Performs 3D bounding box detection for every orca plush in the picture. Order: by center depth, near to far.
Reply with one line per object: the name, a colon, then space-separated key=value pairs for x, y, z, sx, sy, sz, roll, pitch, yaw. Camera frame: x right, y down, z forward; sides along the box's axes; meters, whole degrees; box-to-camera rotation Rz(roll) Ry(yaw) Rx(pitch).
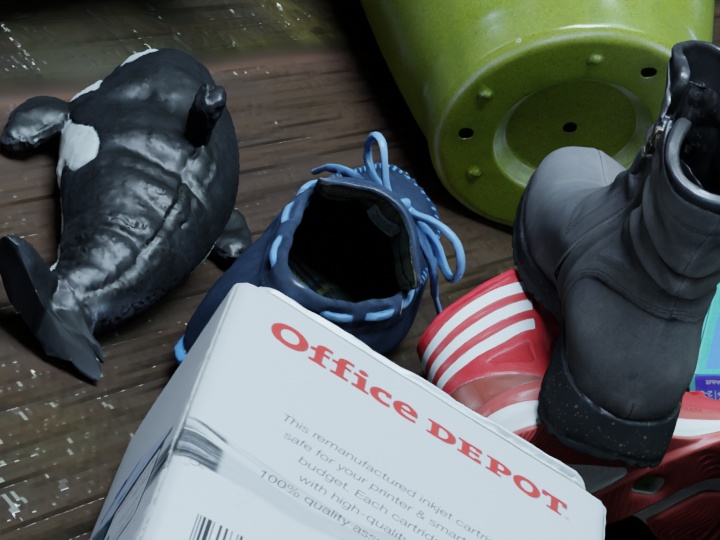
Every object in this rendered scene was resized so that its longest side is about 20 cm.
orca plush: x=-0.083 y=-0.046 z=0.820 sx=0.105 sy=0.071 sz=0.200 roll=37 pitch=28 yaw=4

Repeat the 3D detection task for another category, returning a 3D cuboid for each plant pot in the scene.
plant pot: x=0.087 y=-0.130 z=1.039 sx=0.199 sy=0.200 sz=0.194 roll=19 pitch=43 yaw=-28

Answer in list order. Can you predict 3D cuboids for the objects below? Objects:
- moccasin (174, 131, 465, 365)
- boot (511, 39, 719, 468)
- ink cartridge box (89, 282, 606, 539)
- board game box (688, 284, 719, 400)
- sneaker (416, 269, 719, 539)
moccasin: x=0.000 y=0.000 z=0.839 sx=0.080 sy=0.068 sz=0.200 roll=40 pitch=27 yaw=-3
boot: x=0.112 y=-0.030 z=0.823 sx=0.069 sy=0.132 sz=0.200 roll=13 pitch=29 yaw=-11
ink cartridge box: x=-0.011 y=0.113 z=0.637 sx=0.146 sy=0.086 sz=0.200 roll=31 pitch=27 yaw=-9
board game box: x=0.254 y=0.034 z=0.982 sx=0.198 sy=0.045 sz=0.152 roll=0 pitch=24 yaw=16
sneaker: x=0.111 y=0.048 z=0.884 sx=0.199 sy=0.079 sz=0.116 roll=15 pitch=35 yaw=-36
